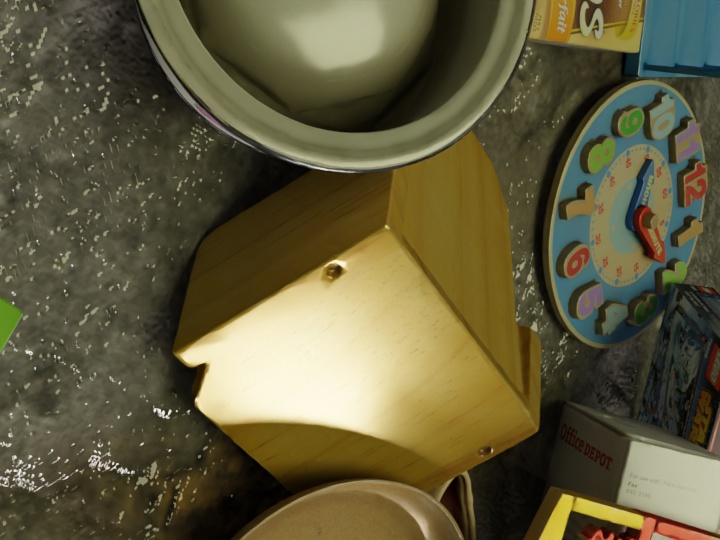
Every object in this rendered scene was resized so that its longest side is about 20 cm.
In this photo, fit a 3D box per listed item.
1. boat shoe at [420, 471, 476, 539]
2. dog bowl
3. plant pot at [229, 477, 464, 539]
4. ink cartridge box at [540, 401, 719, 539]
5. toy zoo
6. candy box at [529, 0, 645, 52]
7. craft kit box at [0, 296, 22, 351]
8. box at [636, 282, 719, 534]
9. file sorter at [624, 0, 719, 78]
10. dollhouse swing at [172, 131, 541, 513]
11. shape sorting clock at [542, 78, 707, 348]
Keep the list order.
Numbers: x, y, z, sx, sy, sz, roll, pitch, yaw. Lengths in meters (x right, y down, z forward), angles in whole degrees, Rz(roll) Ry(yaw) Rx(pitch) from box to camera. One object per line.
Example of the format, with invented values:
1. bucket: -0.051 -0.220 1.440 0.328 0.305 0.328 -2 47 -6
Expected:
1. boat shoe: 0.048 0.203 0.819 0.073 0.069 0.203 -32 123 -38
2. dog bowl: -0.020 -0.141 0.591 0.197 0.074 0.204 1 86 -22
3. plant pot: -0.025 0.205 0.734 0.197 0.027 0.203 -14 118 -26
4. ink cartridge box: 0.177 0.210 0.900 0.084 0.146 0.203 14 91 -8
5. toy zoo: 0.165 0.219 0.809 0.197 0.020 0.133 18 90 -16
6. candy box: 0.109 -0.201 0.783 0.198 0.055 0.118 -4 104 -47
7. craft kit box: -0.250 0.050 0.462 0.198 0.048 0.202 45 68 -48
8. box: 0.249 0.128 0.959 0.039 0.137 0.203 7 110 -7
9. file sorter: 0.306 -0.212 0.953 0.198 0.122 0.141 -9 107 -46
10. dollhouse swing: 0.000 0.000 0.735 0.180 0.177 0.200 -29 135 12
11. shape sorting clock: 0.203 -0.040 0.947 0.198 0.039 0.204 -16 112 -45
